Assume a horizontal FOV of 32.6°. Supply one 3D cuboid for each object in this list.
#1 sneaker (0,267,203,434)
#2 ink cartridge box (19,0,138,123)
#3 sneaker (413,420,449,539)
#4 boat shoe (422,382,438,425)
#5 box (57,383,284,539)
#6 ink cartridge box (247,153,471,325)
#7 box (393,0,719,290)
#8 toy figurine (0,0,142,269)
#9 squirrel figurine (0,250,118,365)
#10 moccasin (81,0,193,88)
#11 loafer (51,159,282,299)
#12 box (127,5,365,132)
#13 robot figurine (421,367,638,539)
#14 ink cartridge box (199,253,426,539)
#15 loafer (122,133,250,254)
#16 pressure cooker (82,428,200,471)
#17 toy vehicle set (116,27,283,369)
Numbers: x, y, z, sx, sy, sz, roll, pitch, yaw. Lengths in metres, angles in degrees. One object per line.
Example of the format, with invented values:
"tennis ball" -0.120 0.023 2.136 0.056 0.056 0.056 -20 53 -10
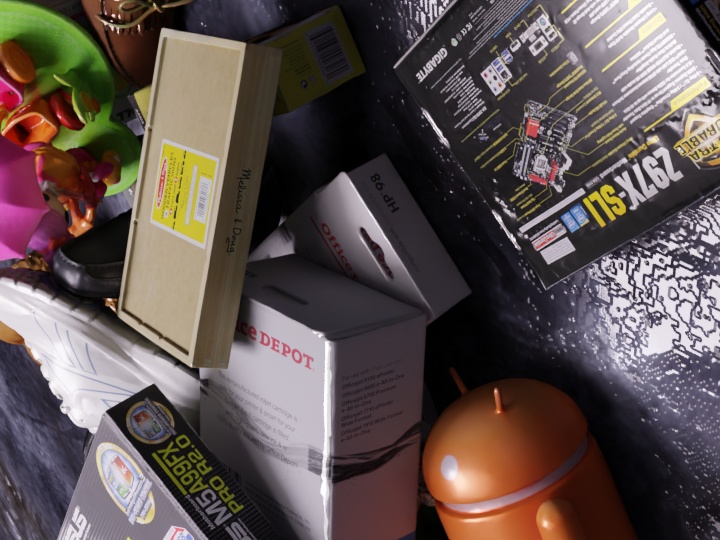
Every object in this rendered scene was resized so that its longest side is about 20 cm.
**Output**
"sneaker" -0.193 0.065 0.871 0.199 0.087 0.075 31 -173 1
"ink cartridge box" -0.230 -0.162 1.012 0.059 0.104 0.201 36 142 32
"sneaker" 0.056 0.204 0.881 0.089 0.077 0.201 -111 -5 -59
"boat shoe" 0.032 0.175 0.951 0.071 0.091 0.201 -8 110 56
"box" -0.130 0.194 0.841 0.160 0.044 0.200 47 140 14
"ink cartridge box" 0.000 0.000 0.867 0.116 0.067 0.200 58 149 2
"box" 0.117 -0.095 0.640 0.160 0.049 0.200 54 148 2
"toy figurine" -0.246 -0.068 0.898 0.150 0.185 0.200 -27 129 20
"squirrel figurine" -0.281 0.064 1.255 0.187 0.141 0.200 53 151 -4
"moccasin" -0.161 -0.223 0.901 0.078 0.073 0.202 40 137 39
"loafer" -0.138 -0.035 0.903 0.068 0.200 0.071 34 128 31
"box" -0.085 -0.132 0.867 0.199 0.075 0.050 -6 113 54
"robot figurine" 0.111 0.156 0.804 0.116 0.144 0.201 -17 105 29
"ink cartridge box" -0.036 0.106 0.817 0.145 0.083 0.201 23 118 46
"loafer" -0.140 -0.030 1.027 0.201 0.075 0.070 57 153 2
"pressure cooker" -0.119 0.146 0.993 0.178 0.199 0.177 9 81 68
"toy vehicle set" -0.107 -0.050 0.792 0.124 0.026 0.201 25 107 54
